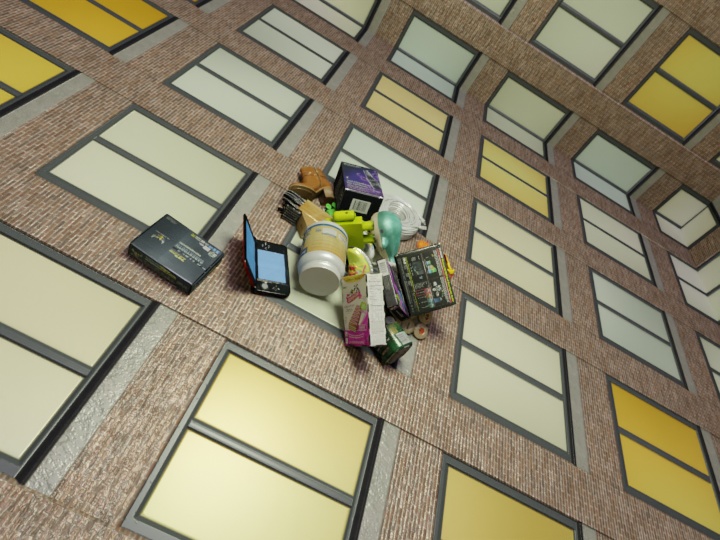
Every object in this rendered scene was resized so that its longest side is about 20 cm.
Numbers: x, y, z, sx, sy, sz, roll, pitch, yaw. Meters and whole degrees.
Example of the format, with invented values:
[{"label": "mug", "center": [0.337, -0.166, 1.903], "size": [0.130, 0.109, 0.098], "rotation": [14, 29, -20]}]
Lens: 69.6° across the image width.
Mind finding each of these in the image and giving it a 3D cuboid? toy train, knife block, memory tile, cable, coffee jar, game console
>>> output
[{"label": "toy train", "center": [-0.056, -0.222, 1.877], "size": [0.199, 0.042, 0.057], "rotation": [-17, 72, -43]}, {"label": "knife block", "center": [-0.174, -0.192, 1.748], "size": [0.198, 0.064, 0.177], "rotation": [1, 52, -33]}, {"label": "memory tile", "center": [0.172, 0.106, 1.658], "size": [0.152, 0.017, 0.202], "rotation": [23, 77, -15]}, {"label": "cable", "center": [0.133, -0.205, 1.967], "size": [0.198, 0.069, 0.201], "rotation": [-8, 56, -38]}, {"label": "coffee jar", "center": [0.063, 0.169, 1.542], "size": [0.085, 0.105, 0.201], "rotation": [-13, 59, -39]}, {"label": "game console", "center": [-0.272, -0.043, 1.502], "size": [0.171, 0.119, 0.201], "rotation": [11, 47, -25]}]

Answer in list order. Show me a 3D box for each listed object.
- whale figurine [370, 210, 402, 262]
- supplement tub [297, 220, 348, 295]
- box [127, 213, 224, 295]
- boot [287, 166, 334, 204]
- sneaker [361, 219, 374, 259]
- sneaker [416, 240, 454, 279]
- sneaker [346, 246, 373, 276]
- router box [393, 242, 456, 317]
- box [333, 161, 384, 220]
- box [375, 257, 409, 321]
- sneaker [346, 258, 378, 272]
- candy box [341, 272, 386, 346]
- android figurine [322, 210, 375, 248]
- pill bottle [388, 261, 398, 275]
[{"label": "whale figurine", "center": [0.102, -0.106, 1.771], "size": [0.159, 0.103, 0.202], "rotation": [-53, 128, -69]}, {"label": "supplement tub", "center": [-0.115, -0.039, 1.583], "size": [0.143, 0.145, 0.201], "rotation": [21, 42, -16]}, {"label": "box", "center": [-0.496, -0.047, 1.405], "size": [0.199, 0.051, 0.158], "rotation": [35, 42, -2]}, {"label": "boot", "center": [-0.188, -0.317, 1.844], "size": [0.198, 0.077, 0.156], "rotation": [1, 53, -37]}, {"label": "sneaker", "center": [0.029, -0.118, 1.809], "size": [0.104, 0.076, 0.201], "rotation": [2, 50, -34]}, {"label": "sneaker", "center": [0.254, -0.041, 1.725], "size": [0.072, 0.078, 0.201], "rotation": [1, 40, -35]}, {"label": "sneaker", "center": [-0.010, 0.024, 1.591], "size": [0.090, 0.078, 0.202], "rotation": [-32, 116, -33]}, {"label": "router box", "center": [0.200, 0.029, 1.616], "size": [0.148, 0.062, 0.202], "rotation": [-14, 89, -1]}, {"label": "box", "center": [-0.011, -0.284, 1.847], "size": [0.146, 0.105, 0.201], "rotation": [10, 38, -17]}, {"label": "box", "center": [0.098, 0.061, 1.535], "size": [0.200, 0.036, 0.144], "rotation": [50, 24, -69]}, {"label": "sneaker", "center": [0.000, 0.000, 1.680], "size": [0.199, 0.083, 0.073], "rotation": [29, 19, 27]}, {"label": "candy box", "center": [0.008, 0.112, 1.470], "size": [0.060, 0.136, 0.202], "rotation": [1, 83, -34]}, {"label": "android figurine", "center": [-0.052, -0.121, 1.679], "size": [0.198, 0.183, 0.041], "rotation": [-3, 52, 5]}, {"label": "pill bottle", "center": [0.165, 0.026, 1.738], "size": [0.198, 0.111, 0.112], "rotation": [11, 46, -26]}]
